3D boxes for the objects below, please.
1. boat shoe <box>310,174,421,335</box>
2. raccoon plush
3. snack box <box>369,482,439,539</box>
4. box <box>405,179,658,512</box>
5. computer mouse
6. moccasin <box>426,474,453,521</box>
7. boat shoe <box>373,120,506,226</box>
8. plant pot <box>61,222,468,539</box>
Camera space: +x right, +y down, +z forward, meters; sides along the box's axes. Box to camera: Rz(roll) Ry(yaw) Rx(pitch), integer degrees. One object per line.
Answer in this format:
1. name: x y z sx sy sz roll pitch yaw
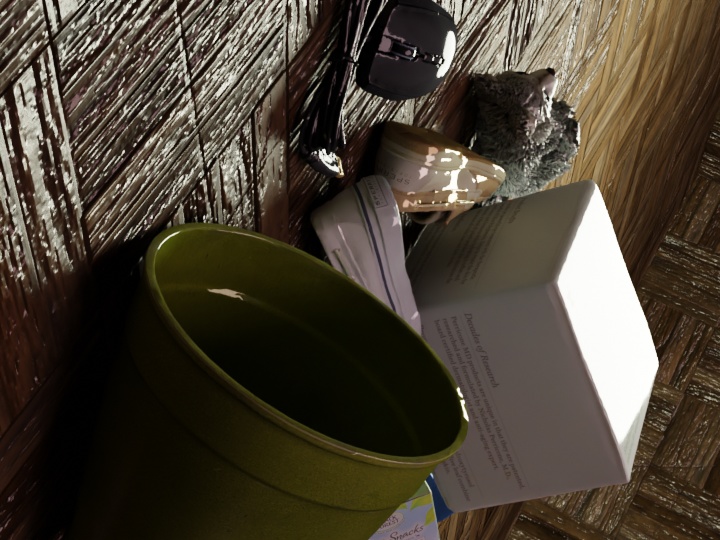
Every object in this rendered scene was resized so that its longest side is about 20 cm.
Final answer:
1. boat shoe: 0.000 0.000 1.138 0.066 0.074 0.201 -18 143 -3
2. raccoon plush: 0.126 -0.094 1.382 0.134 0.096 0.202 -8 122 -63
3. snack box: 0.006 0.175 1.035 0.067 0.169 0.202 -20 129 -8
4. box: 0.141 0.063 1.318 0.202 0.169 0.199 66 27 -19
5. computer mouse: 0.020 -0.124 1.039 0.142 0.046 0.200 -69 165 6
6. moccasin: 0.030 0.170 1.455 0.069 0.079 0.201 -104 173 -46
7. boat shoe: 0.056 -0.071 1.211 0.199 0.073 0.070 6 111 -65
8. plant pot: -0.073 0.111 0.853 0.194 0.199 0.200 -58 168 21
